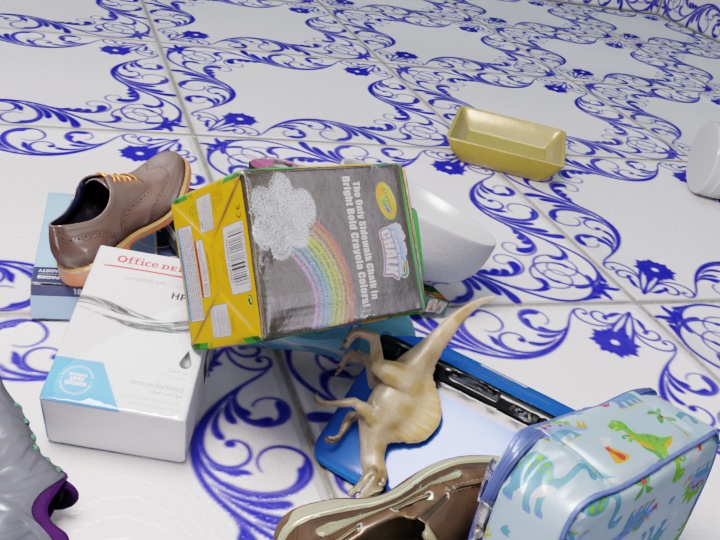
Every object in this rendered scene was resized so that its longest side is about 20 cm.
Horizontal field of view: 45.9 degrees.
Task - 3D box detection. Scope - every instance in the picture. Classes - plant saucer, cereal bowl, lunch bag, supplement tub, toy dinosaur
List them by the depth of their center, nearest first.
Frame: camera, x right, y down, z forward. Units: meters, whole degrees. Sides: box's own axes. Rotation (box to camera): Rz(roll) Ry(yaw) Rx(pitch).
[{"bbox_3d":[0.158,0.177,0.598,0.199,0.162,0.082,-12,32,-40],"label":"lunch bag"},{"bbox_3d":[0.028,0.093,0.713,0.100,0.201,0.058,29,-12,9],"label":"toy dinosaur"},{"bbox_3d":[0.049,-0.045,0.969,0.198,0.084,0.200,27,16,-8],"label":"cereal bowl"},{"bbox_3d":[0.251,-0.215,1.467,0.198,0.049,0.200,15,28,7],"label":"plant saucer"},{"bbox_3d":[0.688,-0.179,1.480,0.197,0.133,0.132,10,28,-1],"label":"supplement tub"}]

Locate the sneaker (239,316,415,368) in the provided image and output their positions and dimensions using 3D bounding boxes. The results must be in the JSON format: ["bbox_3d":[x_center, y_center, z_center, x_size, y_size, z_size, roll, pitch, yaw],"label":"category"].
[{"bbox_3d":[-0.046,0.051,0.841,0.199,0.080,0.130,25,-20,-39],"label":"sneaker"}]

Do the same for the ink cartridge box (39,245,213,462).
[{"bbox_3d":[-0.183,0.051,0.728,0.114,0.067,0.202,9,49,-3],"label":"ink cartridge box"}]

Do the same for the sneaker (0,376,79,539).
[{"bbox_3d":[-0.254,0.144,0.617,0.087,0.075,0.201,14,31,-32],"label":"sneaker"}]

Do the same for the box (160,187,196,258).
[{"bbox_3d":[-0.127,-0.037,0.952,0.199,0.036,0.143,10,27,-41],"label":"box"}]

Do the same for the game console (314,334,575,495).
[{"bbox_3d":[0.089,0.149,0.753,0.199,0.119,0.170,26,5,23],"label":"game console"}]

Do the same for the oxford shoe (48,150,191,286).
[{"bbox_3d":[-0.233,-0.072,0.847,0.070,0.073,0.201,7,41,21],"label":"oxford shoe"}]

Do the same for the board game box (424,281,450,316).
[{"bbox_3d":[0.000,0.000,0.940,0.199,0.024,0.105,15,23,-39],"label":"board game box"}]

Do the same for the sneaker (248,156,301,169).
[{"bbox_3d":[-0.055,-0.098,1.129,0.198,0.081,0.086,20,16,-2],"label":"sneaker"}]

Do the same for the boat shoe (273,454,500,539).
[{"bbox_3d":[0.043,0.191,0.604,0.200,0.076,0.075,-14,15,-16],"label":"boat shoe"}]

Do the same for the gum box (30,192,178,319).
[{"bbox_3d":[-0.257,-0.017,0.916,0.168,0.045,0.201,3,29,-17],"label":"gum box"}]

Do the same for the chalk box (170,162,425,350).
[{"bbox_3d":[-0.033,-0.014,0.694,0.198,0.126,0.123,-6,-3,-38],"label":"chalk box"}]
